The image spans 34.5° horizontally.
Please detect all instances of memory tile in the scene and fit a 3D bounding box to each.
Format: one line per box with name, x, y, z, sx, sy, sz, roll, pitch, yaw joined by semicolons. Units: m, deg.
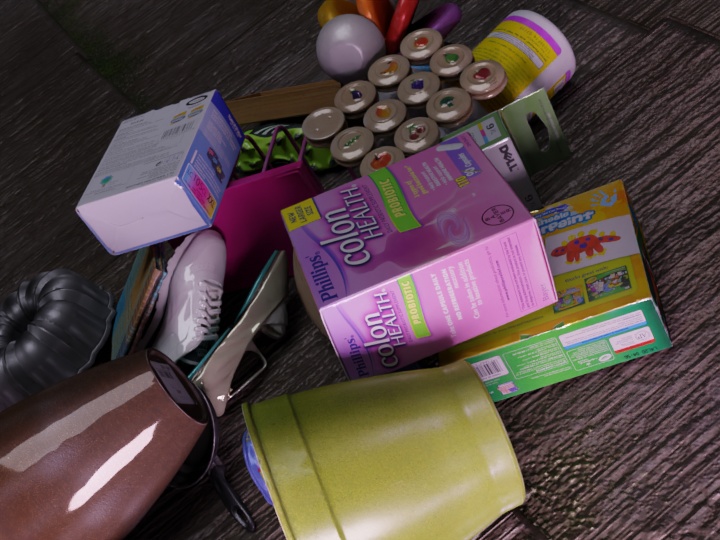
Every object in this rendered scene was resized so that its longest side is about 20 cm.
memory tile;0.046;-0.182;1.255;0.200;0.017;0.153;-42;50;-13

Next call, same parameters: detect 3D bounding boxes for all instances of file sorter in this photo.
file sorter;-0.115;-0.080;1.359;0.199;0.139;0.126;-14;39;23

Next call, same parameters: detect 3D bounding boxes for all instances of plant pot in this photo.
plant pot;0.027;0.169;0.967;0.192;0.201;0.201;-21;38;-5
plant pot;-0.253;0.171;1.124;0.200;0.187;0.187;-39;38;6

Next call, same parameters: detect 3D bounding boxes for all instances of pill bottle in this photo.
pill bottle;0.146;-0.197;1.322;0.200;0.104;0.104;-45;39;-15

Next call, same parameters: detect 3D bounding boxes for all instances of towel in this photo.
towel;-0.254;0.033;1.330;0.200;0.022;0.147;-122;53;-69

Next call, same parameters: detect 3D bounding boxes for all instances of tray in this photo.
tray;-0.081;-0.225;1.535;0.199;0.037;0.099;-3;15;33

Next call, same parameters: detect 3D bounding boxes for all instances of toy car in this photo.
toy car;0.052;-0.275;1.387;0.150;0.200;0.175;-42;15;27

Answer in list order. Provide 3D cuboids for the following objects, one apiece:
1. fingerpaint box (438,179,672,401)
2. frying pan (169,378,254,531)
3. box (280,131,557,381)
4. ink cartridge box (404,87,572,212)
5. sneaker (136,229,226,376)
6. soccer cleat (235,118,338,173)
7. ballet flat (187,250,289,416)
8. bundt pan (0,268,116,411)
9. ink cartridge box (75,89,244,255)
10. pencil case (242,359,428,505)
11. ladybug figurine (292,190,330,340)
fingerpaint box;0.174;0.022;1.091;0.199;0.073;0.167;-20;39;17
frying pan;-0.156;0.173;1.164;0.190;0.031;0.115;16;101;39
box;0.048;-0.015;1.057;0.199;0.097;0.176;-23;35;-1
ink cartridge box;0.128;-0.098;1.230;0.199;0.104;0.059;-26;39;9
sneaker;-0.184;0.053;1.290;0.080;0.076;0.201;14;85;43
soccer cleat;-0.087;-0.167;1.493;0.199;0.068;0.081;1;37;37
ballet flat;-0.119;0.071;1.258;0.069;0.070;0.200;15;65;44
bundt pan;-0.397;0.079;1.410;0.202;0.076;0.202;-29;36;24
ink cartridge box;-0.214;-0.121;1.295;0.136;0.076;0.200;-14;39;23
pencil case;-0.013;0.145;1.090;0.200;0.078;0.087;-28;32;8
ladybug figurine;0.000;0.000;1.213;0.136;0.072;0.200;-39;54;20
